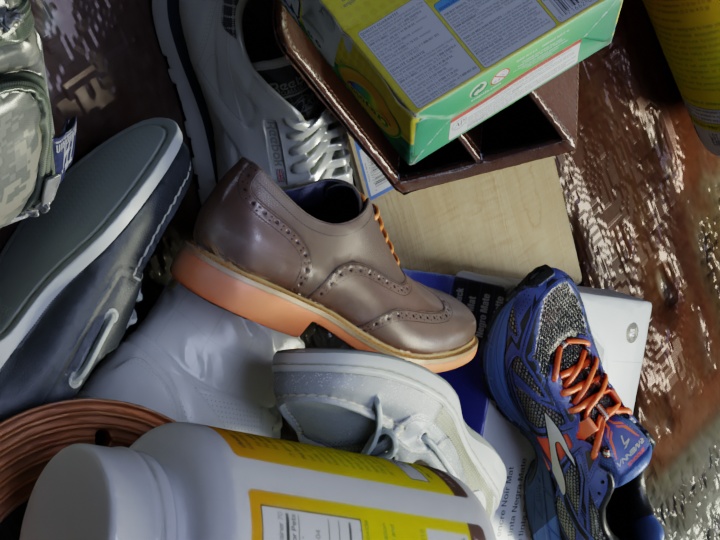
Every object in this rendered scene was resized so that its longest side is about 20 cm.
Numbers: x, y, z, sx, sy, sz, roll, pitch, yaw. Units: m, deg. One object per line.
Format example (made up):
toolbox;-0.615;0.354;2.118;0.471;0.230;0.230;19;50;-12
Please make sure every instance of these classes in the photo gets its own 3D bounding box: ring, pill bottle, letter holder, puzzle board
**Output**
ring;-0.123;0.157;0.718;0.199;0.019;0.203;4;84;-38
pill bottle;0.233;-0.177;1.023;0.109;0.109;0.201;-46;122;-28
letter holder;0.037;-0.167;0.804;0.142;0.099;0.202;45;42;-46
pill bottle;-0.042;0.127;0.703;0.198;0.109;0.111;15;84;-37
puzzle board;0.056;-0.054;0.949;0.150;0.017;0.202;-30;113;-35

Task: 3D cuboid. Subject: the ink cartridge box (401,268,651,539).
ink cartridge box;0.085;0.105;0.960;0.198;0.040;0.203;5;96;-43

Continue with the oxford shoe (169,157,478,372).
oxford shoe;0.000;0.000;0.806;0.199;0.071;0.074;19;99;-48

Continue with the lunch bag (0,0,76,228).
lunch bag;-0.218;-0.061;0.630;0.199;0.139;0.169;-34;134;-32

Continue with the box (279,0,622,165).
box;0.010;-0.155;0.725;0.117;0.201;0.049;-30;160;-15

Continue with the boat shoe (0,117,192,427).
boat shoe;-0.138;0.019;0.748;0.201;0.075;0.060;-50;124;-12

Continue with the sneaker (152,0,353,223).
sneaker;-0.038;-0.066;0.821;0.076;0.080;0.202;-41;121;-33

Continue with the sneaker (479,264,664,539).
sneaker;0.128;0.085;0.913;0.075;0.078;0.202;-38;122;-31

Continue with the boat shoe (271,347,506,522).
boat shoe;0.017;0.097;0.821;0.202;0.074;0.066;50;44;-52

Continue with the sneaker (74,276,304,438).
sneaker;-0.049;0.090;0.831;0.116;0.073;0.200;-54;125;-20
